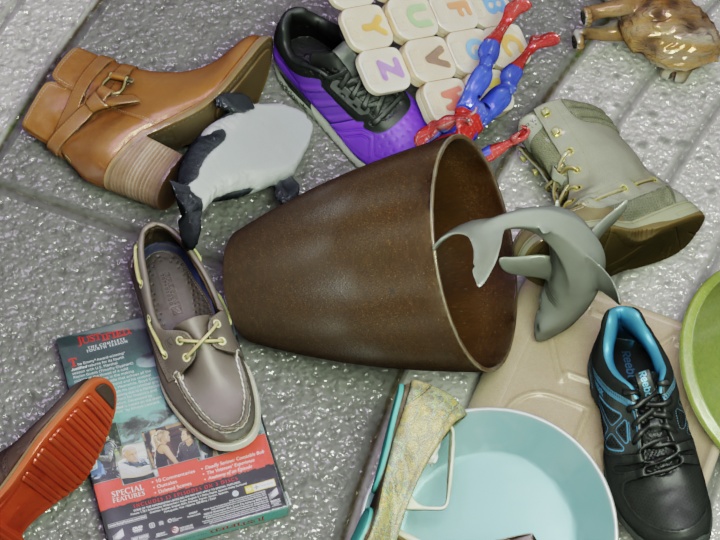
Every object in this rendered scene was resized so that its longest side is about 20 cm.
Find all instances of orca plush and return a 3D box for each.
[{"bbox_3d":[-0.113,-0.075,1.780,0.105,0.071,0.200,44,40,-15],"label":"orca plush"}]

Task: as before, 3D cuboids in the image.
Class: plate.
[{"bbox_3d":[0.098,0.204,1.629,0.200,0.026,0.200,-3,77,11],"label":"plate"}]

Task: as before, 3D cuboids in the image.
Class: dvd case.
[{"bbox_3d":[-0.152,0.123,1.704,0.146,0.022,0.200,-15,62,-8],"label":"dvd case"}]

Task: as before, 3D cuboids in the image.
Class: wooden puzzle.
[{"bbox_3d":[0.192,0.111,1.698,0.200,0.046,0.185,18,61,16],"label":"wooden puzzle"}]

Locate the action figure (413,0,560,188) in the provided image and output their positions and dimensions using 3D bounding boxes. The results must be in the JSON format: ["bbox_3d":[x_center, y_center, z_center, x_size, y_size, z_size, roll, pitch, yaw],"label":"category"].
[{"bbox_3d":[0.112,-0.142,1.766,0.065,0.099,0.200,45,64,-22],"label":"action figure"}]

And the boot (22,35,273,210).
[{"bbox_3d":[-0.181,-0.157,1.839,0.155,0.074,0.200,29,62,20],"label":"boot"}]

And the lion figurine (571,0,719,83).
[{"bbox_3d":[0.234,-0.249,1.889,0.122,0.072,0.200,-10,56,-14],"label":"lion figurine"}]

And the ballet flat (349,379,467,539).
[{"bbox_3d":[0.029,0.182,1.604,0.071,0.071,0.200,18,80,11],"label":"ballet flat"}]

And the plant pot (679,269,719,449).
[{"bbox_3d":[0.375,0.046,1.613,0.200,0.190,0.200,9,63,-20],"label":"plant pot"}]

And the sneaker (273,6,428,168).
[{"bbox_3d":[-0.004,-0.153,1.816,0.200,0.100,0.070,40,70,21],"label":"sneaker"}]

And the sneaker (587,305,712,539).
[{"bbox_3d":[0.213,0.120,1.614,0.073,0.082,0.200,-15,58,-4],"label":"sneaker"}]

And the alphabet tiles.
[{"bbox_3d":[0.060,-0.219,1.836,0.196,0.015,0.200,-14,77,-40],"label":"alphabet tiles"}]

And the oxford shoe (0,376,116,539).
[{"bbox_3d":[-0.268,0.155,1.652,0.073,0.071,0.200,27,69,37],"label":"oxford shoe"}]

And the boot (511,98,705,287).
[{"bbox_3d":[0.170,-0.067,1.756,0.200,0.072,0.155,-12,54,-39],"label":"boot"}]

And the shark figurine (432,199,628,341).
[{"bbox_3d":[0.155,-0.005,1.599,0.128,0.214,0.090,-42,59,7],"label":"shark figurine"}]

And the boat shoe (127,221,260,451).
[{"bbox_3d":[-0.134,0.050,1.700,0.072,0.060,0.200,-18,60,-11],"label":"boat shoe"}]

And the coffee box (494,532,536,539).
[{"bbox_3d":[0.112,0.300,1.523,0.080,0.114,0.200,-14,71,7],"label":"coffee box"}]

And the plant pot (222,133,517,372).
[{"bbox_3d":[0.000,0.000,1.694,0.200,0.187,0.187,-9,57,23],"label":"plant pot"}]
